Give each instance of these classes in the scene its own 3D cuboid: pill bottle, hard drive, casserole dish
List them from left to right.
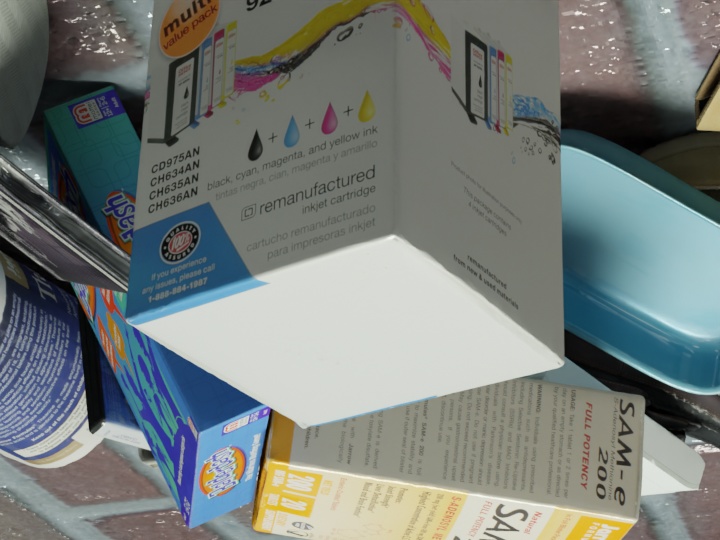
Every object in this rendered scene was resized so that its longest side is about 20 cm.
[{"bbox_3d":[-0.241,0.041,1.143,0.110,0.112,0.200,-14,151,26],"label":"pill bottle"},{"bbox_3d":[0.095,0.102,1.133,0.131,0.026,0.199,35,153,-25],"label":"hard drive"},{"bbox_3d":[0.154,-0.009,1.030,0.199,0.039,0.121,29,134,-1],"label":"casserole dish"}]

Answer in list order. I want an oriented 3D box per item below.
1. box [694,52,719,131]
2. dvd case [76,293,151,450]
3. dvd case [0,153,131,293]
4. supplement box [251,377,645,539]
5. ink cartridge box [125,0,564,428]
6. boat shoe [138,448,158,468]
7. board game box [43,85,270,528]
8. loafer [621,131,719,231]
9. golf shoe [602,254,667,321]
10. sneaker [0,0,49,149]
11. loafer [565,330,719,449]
[{"bbox_3d":[0.286,-0.113,0.937,0.198,0.021,0.164,3,153,-7],"label":"box"},{"bbox_3d":[-0.088,0.062,1.152,0.199,0.144,0.018,21,132,-36],"label":"dvd case"},{"bbox_3d":[-0.186,-0.041,0.929,0.148,0.016,0.200,39,169,-17],"label":"dvd case"},{"bbox_3d":[0.045,0.108,1.018,0.198,0.074,0.126,9,155,-3],"label":"supplement box"},{"bbox_3d":[-0.003,-0.057,0.847,0.146,0.202,0.144,-17,147,31],"label":"ink cartridge box"},{"bbox_3d":[-0.124,0.099,1.313,0.065,0.073,0.200,1,162,-12],"label":"boat shoe"},{"bbox_3d":[-0.114,0.023,1.013,0.045,0.201,0.152,-22,158,-17],"label":"board game box"},{"bbox_3d":[0.237,-0.034,1.041,0.198,0.069,0.076,-2,154,8],"label":"loafer"},{"bbox_3d":[0.172,0.027,1.158,0.094,0.078,0.200,-13,150,25],"label":"golf shoe"},{"bbox_3d":[-0.217,-0.127,0.869,0.114,0.074,0.200,13,159,7],"label":"sneaker"},{"bbox_3d":[0.143,0.071,1.125,0.199,0.063,0.072,27,163,-2],"label":"loafer"}]
